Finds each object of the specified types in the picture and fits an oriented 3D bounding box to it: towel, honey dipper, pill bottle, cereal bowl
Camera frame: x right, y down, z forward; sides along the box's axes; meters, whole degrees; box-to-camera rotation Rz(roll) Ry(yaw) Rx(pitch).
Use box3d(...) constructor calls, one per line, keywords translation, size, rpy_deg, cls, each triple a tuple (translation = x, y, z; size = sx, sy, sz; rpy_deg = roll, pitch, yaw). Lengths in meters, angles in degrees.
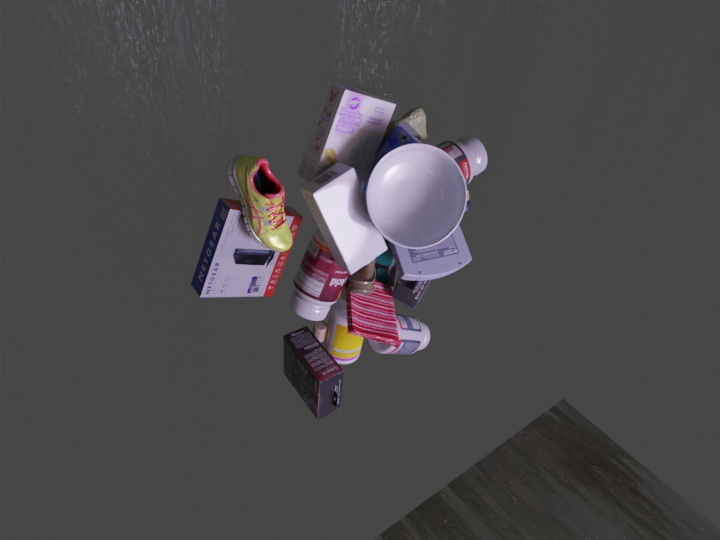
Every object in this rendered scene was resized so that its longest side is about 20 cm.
box3d(translation=(0.028, 0.093, 1.325), size=(0.144, 0.201, 0.023), rpy_deg=(19, 131, -24), cls="towel")
box3d(translation=(-0.121, 0.223, 1.453), size=(0.038, 0.038, 0.201), rpy_deg=(-18, 135, -34), cls="honey dipper")
box3d(translation=(-0.036, 0.144, 1.411), size=(0.104, 0.104, 0.201), rpy_deg=(-16, 133, -35), cls="pill bottle")
box3d(translation=(0.121, 0.193, 1.602), size=(0.199, 0.120, 0.120), rpy_deg=(14, 112, -50), cls="pill bottle")
box3d(translation=(0.105, -0.144, 1.051), size=(0.200, 0.200, 0.083), rpy_deg=(-49, -175, 1), cls="cereal bowl")
box3d(translation=(0.190, -0.232, 1.231), size=(0.199, 0.116, 0.116), rpy_deg=(-30, 140, -21), cls="pill bottle")
box3d(translation=(0.092, -0.266, 1.232), size=(0.148, 0.036, 0.201), rpy_deg=(-32, 142, -20), cls="towel")
box3d(translation=(-0.087, 0.008, 1.228), size=(0.114, 0.114, 0.201), rpy_deg=(1, 122, -46), cls="pill bottle")

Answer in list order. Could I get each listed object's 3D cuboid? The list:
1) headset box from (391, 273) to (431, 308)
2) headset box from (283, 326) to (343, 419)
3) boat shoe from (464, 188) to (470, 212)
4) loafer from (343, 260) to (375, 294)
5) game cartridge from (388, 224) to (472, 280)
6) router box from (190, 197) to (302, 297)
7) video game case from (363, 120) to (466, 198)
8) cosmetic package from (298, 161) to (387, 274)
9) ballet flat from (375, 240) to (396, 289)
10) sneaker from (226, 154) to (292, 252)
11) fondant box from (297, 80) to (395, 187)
box3d(translation=(0.154, 0.001, 1.418), size=(0.149, 0.075, 0.200), rpy_deg=(-63, 178, 18), cls="headset box")
box3d(translation=(-0.118, 0.266, 1.357), size=(0.077, 0.200, 0.150), rpy_deg=(-22, 135, -30), cls="headset box")
box3d(translation=(0.186, -0.151, 1.315), size=(0.075, 0.199, 0.063), rpy_deg=(-39, 109, -44), cls="boat shoe")
box3d(translation=(0.000, 0.000, 1.287), size=(0.075, 0.200, 0.068), rpy_deg=(3, 110, -1), cls="loafer")
box3d(translation=(0.171, -0.047, 1.299), size=(0.199, 0.134, 0.041), rpy_deg=(-12, 161, -23), cls="game cartridge")
box3d(translation=(-0.232, -0.040, 1.092), size=(0.179, 0.049, 0.201), rpy_deg=(1, 122, -46), cls="router box")
box3d(translation=(0.096, -0.182, 1.144), size=(0.200, 0.181, 0.045), rpy_deg=(-50, 173, 35), cls="video game case")
box3d(translation=(-0.032, -0.105, 1.080), size=(0.101, 0.071, 0.201), rpy_deg=(-34, 123, -15), cls="cosmetic package")
box3d(translation=(0.067, -0.025, 1.412), size=(0.071, 0.072, 0.201), rpy_deg=(-26, 140, -27), cls="ballet flat")
box3d(translation=(-0.172, -0.121, 0.985), size=(0.078, 0.090, 0.201), rpy_deg=(-46, 122, -38), cls="sneaker")
box3d(translation=(-0.029, -0.268, 1.089), size=(0.144, 0.058, 0.201), rpy_deg=(-2, 123, -44), cls="fondant box")
